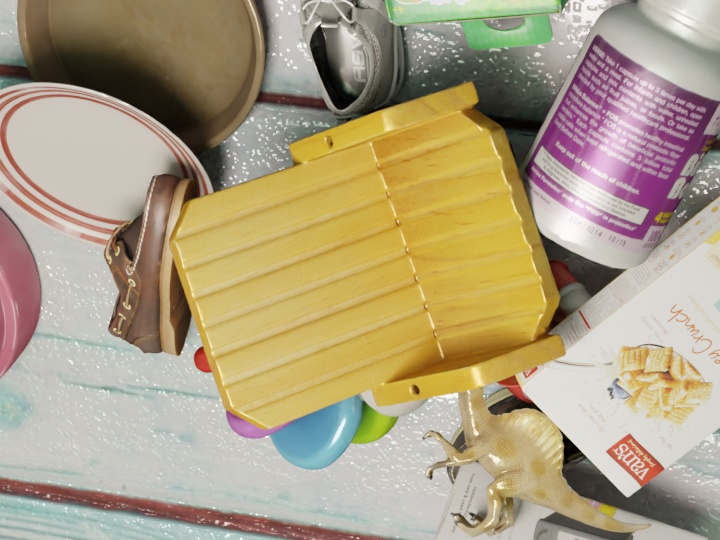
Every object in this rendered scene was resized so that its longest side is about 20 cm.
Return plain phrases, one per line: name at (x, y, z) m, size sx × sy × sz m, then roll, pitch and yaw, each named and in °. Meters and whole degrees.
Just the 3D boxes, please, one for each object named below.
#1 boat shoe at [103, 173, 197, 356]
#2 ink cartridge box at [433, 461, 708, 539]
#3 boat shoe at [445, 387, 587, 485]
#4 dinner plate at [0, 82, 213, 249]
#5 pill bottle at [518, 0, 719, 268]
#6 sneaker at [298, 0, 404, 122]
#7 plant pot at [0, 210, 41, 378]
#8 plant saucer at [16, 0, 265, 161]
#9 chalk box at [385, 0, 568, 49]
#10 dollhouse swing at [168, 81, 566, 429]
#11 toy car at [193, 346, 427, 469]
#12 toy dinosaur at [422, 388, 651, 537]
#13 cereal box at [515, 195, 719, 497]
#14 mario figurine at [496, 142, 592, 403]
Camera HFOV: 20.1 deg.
boat shoe at (-0.167, -0.003, 1.578) m, size 0.070 × 0.071 × 0.200 m, roll 17°, pitch 139°, yaw 5°
ink cartridge box at (0.156, 0.241, 1.589) m, size 0.199 × 0.086 × 0.148 m, roll 17°, pitch 148°, yaw 7°
boat shoe at (0.139, 0.124, 1.572) m, size 0.200 × 0.065 × 0.073 m, roll -37°, pitch 102°, yaw 31°
dinner plate at (-0.206, -0.083, 1.571) m, size 0.199 × 0.024 × 0.200 m, roll 11°, pitch 146°, yaw 8°
pill bottle at (0.192, -0.111, 1.394) m, size 0.112 × 0.112 × 0.200 m, roll 28°, pitch 109°, yaw 3°
sneaker at (-0.009, -0.200, 1.440) m, size 0.074 × 0.082 × 0.201 m, roll -4°, pitch 115°, yaw 20°
plant pot at (-0.384, 0.044, 1.639) m, size 0.199 × 0.179 × 0.201 m, roll 8°, pitch 119°, yaw 15°
plant saucer at (-0.163, -0.179, 1.534) m, size 0.199 × 0.029 × 0.201 m, roll 7°, pitch 118°, yaw 14°
chalk box at (0.082, -0.239, 1.364) m, size 0.124 × 0.124 × 0.201 m, roll -4°, pitch 115°, yaw 20°
dollhouse swing at (0.000, 0.000, 1.398) m, size 0.181 × 0.175 × 0.201 m, roll -15°, pitch 94°, yaw 52°
toy car at (-0.052, 0.063, 1.538) m, size 0.175 × 0.150 × 0.200 m, roll -15°, pitch 113°, yaw 43°
toy dinosaur at (0.115, 0.153, 1.494) m, size 0.200 × 0.058 × 0.101 m, roll 44°, pitch 102°, yaw -2°
cereal box at (0.226, 0.057, 1.462) m, size 0.200 × 0.040 × 0.144 m, roll -40°, pitch 121°, yaw 10°
mario figurine at (0.101, 0.009, 1.495) m, size 0.106 × 0.123 × 0.201 m, roll -26°, pitch 104°, yaw -16°
